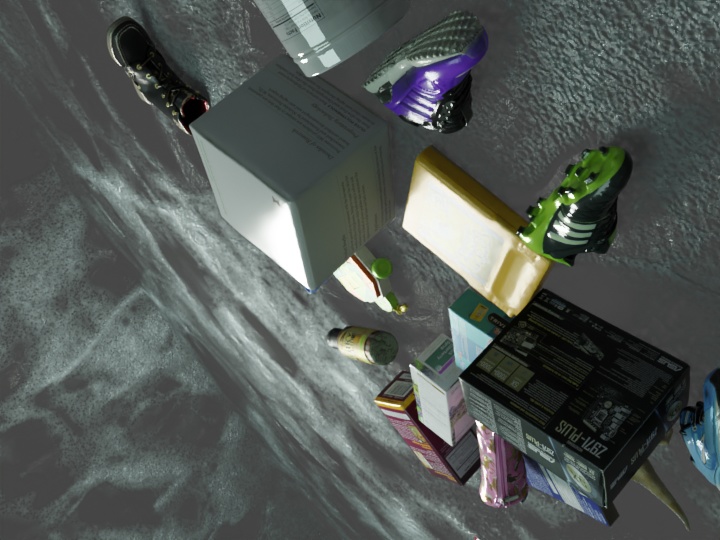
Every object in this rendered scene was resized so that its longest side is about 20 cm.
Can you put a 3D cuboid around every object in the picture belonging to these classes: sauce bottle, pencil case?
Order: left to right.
[{"bbox_3d":[-0.003,0.137,1.608,0.065,0.065,0.200,54,158,-17],"label":"sauce bottle"},{"bbox_3d":[0.217,0.274,1.333,0.086,0.083,0.201,31,138,48],"label":"pencil case"}]

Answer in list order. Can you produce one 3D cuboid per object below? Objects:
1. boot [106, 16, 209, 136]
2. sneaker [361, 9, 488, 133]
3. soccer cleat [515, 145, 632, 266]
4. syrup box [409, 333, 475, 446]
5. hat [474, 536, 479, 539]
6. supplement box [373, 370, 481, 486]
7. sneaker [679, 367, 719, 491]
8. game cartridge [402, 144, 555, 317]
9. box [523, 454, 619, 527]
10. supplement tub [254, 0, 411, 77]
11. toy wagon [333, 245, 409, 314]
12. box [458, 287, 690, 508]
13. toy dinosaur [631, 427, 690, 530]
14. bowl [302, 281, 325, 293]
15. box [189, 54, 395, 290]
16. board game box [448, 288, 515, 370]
[{"bbox_3d":[-0.330,-0.315,1.424,0.150,0.073,0.200,40,162,23],"label":"boot"},{"bbox_3d":[0.085,-0.187,0.856,0.100,0.070,0.200,46,165,-17],"label":"sneaker"},{"bbox_3d":[0.221,-0.058,0.828,0.081,0.068,0.200,29,160,-2],"label":"soccer cleat"},{"bbox_3d":[0.142,0.198,1.408,0.081,0.079,0.200,35,156,30],"label":"syrup box"},{"bbox_3d":[0.370,0.693,1.946,0.199,0.177,0.166,8,155,-4],"label":"hat"},{"bbox_3d":[0.132,0.288,1.582,0.200,0.086,0.110,53,158,-14],"label":"supplement box"},{"bbox_3d":[0.372,0.170,0.909,0.090,0.078,0.200,33,155,42],"label":"sneaker"},{"bbox_3d":[0.139,-0.039,1.052,0.200,0.032,0.177,42,159,16],"label":"game cartridge"},{"bbox_3d":[0.308,0.321,1.369,0.200,0.032,0.121,15,142,54],"label":"box"},{"bbox_3d":[-0.055,-0.304,0.818,0.200,0.132,0.132,54,159,-20],"label":"supplement tub"},{"bbox_3d":[0.000,0.000,1.389,0.200,0.040,0.155,50,160,-7],"label":"toy wagon"},{"bbox_3d":[0.242,0.139,0.982,0.200,0.164,0.086,30,153,37],"label":"box"},{"bbox_3d":[0.329,0.220,1.045,0.200,0.101,0.058,41,158,18],"label":"toy dinosaur"},{"bbox_3d":[-0.112,-0.059,1.428,0.201,0.039,0.201,61,171,16],"label":"bowl"},{"bbox_3d":[-0.082,-0.127,1.131,0.200,0.171,0.199,37,157,25],"label":"box"},{"bbox_3d":[0.216,0.131,1.186,0.200,0.047,0.151,35,156,31],"label":"board game box"}]
